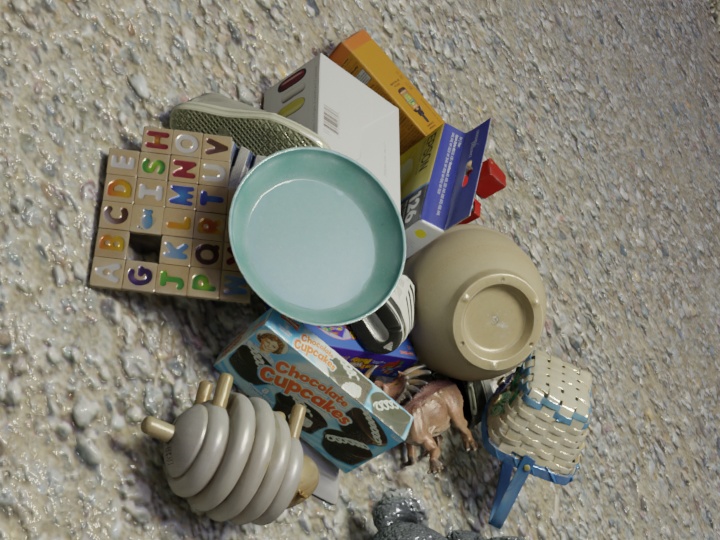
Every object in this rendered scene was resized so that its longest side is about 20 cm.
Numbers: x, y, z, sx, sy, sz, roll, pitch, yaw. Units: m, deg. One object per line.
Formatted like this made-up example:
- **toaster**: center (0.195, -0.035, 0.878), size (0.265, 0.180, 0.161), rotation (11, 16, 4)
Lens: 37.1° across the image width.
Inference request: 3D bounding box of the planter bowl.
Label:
- **planter bowl**: center (0.152, 0.050, 1.349), size (0.201, 0.200, 0.135), rotation (51, -5, -16)

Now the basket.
- **basket**: center (0.222, 0.219, 1.410), size (0.137, 0.202, 0.177), rotation (20, 22, 5)

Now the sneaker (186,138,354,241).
- **sneaker**: center (-0.104, -0.078, 1.239), size (0.197, 0.115, 0.081), rotation (19, 64, 3)

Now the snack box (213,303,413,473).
- **snack box**: center (-0.052, 0.132, 1.168), size (0.199, 0.116, 0.037), rotation (41, 45, -13)

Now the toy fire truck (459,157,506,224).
- **toy fire truck**: center (0.144, -0.147, 1.655), size (0.199, 0.048, 0.142), rotation (37, 44, -30)

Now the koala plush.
- **koala plush**: center (0.087, 0.346, 1.213), size (0.199, 0.184, 0.179), rotation (32, 45, -19)

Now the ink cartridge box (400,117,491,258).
- **ink cartridge box**: center (0.078, -0.102, 1.421), size (0.047, 0.199, 0.199), rotation (35, 44, -19)

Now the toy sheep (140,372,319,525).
- **toy sheep**: center (-0.127, 0.182, 1.068), size (0.198, 0.138, 0.139), rotation (24, 50, -22)

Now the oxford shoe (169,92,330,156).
- **oxford shoe**: center (-0.124, -0.162, 1.252), size (0.197, 0.076, 0.058), rotation (16, 34, 8)

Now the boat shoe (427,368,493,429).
- **boat shoe**: center (0.123, 0.115, 1.457), size (0.063, 0.070, 0.202), rotation (-23, 89, -54)

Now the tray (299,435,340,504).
- **tray**: center (-0.050, 0.161, 1.260), size (0.107, 0.022, 0.202), rotation (33, 46, -34)

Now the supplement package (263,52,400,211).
- **supplement package**: center (-0.038, -0.141, 1.377), size (0.155, 0.110, 0.202), rotation (29, 48, -38)

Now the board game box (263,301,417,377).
- **board game box**: center (-0.028, 0.053, 1.303), size (0.199, 0.045, 0.136), rotation (14, 46, -48)

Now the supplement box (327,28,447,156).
- **supplement box**: center (0.038, -0.244, 1.533), size (0.200, 0.069, 0.066), rotation (47, 42, 2)

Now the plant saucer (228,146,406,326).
- **plant saucer**: center (-0.048, -0.033, 1.145), size (0.197, 0.036, 0.203), rotation (7, 68, -19)

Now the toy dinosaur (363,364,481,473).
- **toy dinosaur**: center (0.084, 0.170, 1.341), size (0.199, 0.085, 0.138), rotation (-13, 92, -51)

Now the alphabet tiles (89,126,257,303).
- **alphabet tiles**: center (-0.192, -0.064, 1.145), size (0.165, 0.008, 0.203), rotation (6, 62, -9)

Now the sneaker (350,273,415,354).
- **sneaker**: center (0.000, 0.000, 1.300), size (0.202, 0.075, 0.115), rotation (61, 21, 1)
